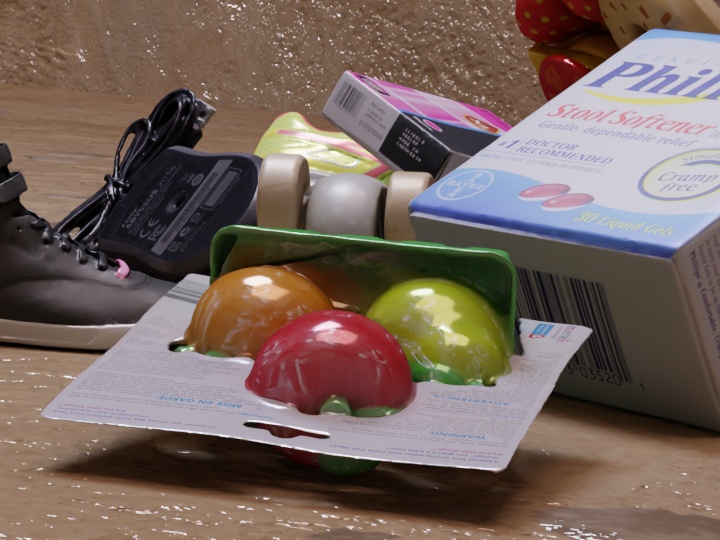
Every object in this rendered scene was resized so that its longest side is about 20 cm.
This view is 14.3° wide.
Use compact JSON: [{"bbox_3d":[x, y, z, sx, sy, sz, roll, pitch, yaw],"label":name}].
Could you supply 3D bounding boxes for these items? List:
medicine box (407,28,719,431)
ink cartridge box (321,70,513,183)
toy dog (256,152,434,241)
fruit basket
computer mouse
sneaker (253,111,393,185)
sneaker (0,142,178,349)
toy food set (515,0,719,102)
[{"bbox_3d":[0.160,-0.026,1.407,0.182,0.103,0.200,11,39,47],"label":"medicine box"},{"bbox_3d":[0.071,-0.067,1.702,0.095,0.037,0.200,38,14,33],"label":"ink cartridge box"},{"bbox_3d":[0.000,0.000,1.586,0.132,0.096,0.200,5,-9,28],"label":"toy dog"},{"bbox_3d":[-0.011,0.045,1.169,0.185,0.094,0.200,6,22,12],"label":"fruit basket"},{"bbox_3d":[-0.096,-0.031,1.675,0.053,0.139,0.200,46,-12,-29],"label":"computer mouse"},{"bbox_3d":[0.026,-0.049,1.737,0.200,0.090,0.078,16,-39,-9],"label":"sneaker"},{"bbox_3d":[-0.161,-0.015,1.435,0.200,0.099,0.071,5,4,-9],"label":"sneaker"},{"bbox_3d":[0.162,-0.099,1.606,0.049,0.198,0.200,-39,31,-21],"label":"toy food set"}]
